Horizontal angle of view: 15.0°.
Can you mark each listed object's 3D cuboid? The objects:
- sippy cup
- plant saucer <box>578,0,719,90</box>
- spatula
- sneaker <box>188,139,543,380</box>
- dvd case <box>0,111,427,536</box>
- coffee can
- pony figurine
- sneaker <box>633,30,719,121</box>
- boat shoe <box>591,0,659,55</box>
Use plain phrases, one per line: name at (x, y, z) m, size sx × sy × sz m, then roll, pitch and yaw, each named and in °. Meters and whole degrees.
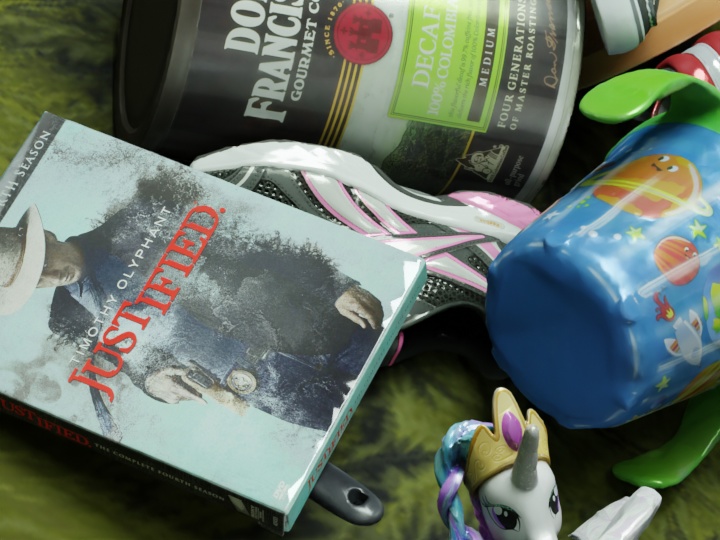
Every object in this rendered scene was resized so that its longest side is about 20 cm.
sippy cup at (0.132, 0.008, 1.272) m, size 0.130 × 0.140 × 0.178 m, roll -28°, pitch 86°, yaw -39°
plant saucer at (0.159, -0.155, 1.416) m, size 0.200 × 0.200 × 0.032 m, roll -44°, pitch 107°, yaw -41°
spatula at (-0.065, 0.058, 1.230) m, size 0.200 × 0.021 × 0.056 m, roll 36°, pitch 48°, yaw 25°
sneaker at (0.000, 0.000, 1.298) m, size 0.199 × 0.080 × 0.087 m, roll 9°, pitch 59°, yaw -7°
dvd case at (-0.089, 0.019, 1.225) m, size 0.199 × 0.022 × 0.146 m, roll 22°, pitch 61°, yaw 16°
coffee can at (-0.008, -0.114, 1.340) m, size 0.199 × 0.147 × 0.147 m, roll 8°, pitch 49°, yaw -16°
pony figurine at (0.076, 0.155, 1.138) m, size 0.166 × 0.193 × 0.201 m, roll -18°, pitch 82°, yaw -13°
sneaker at (0.199, -0.058, 1.378) m, size 0.112 × 0.200 × 0.071 m, roll -30°, pitch 51°, yaw -9°
boat shoe at (0.134, -0.182, 1.338) m, size 0.056 × 0.069 × 0.200 m, roll -11°, pitch 41°, yaw 10°
